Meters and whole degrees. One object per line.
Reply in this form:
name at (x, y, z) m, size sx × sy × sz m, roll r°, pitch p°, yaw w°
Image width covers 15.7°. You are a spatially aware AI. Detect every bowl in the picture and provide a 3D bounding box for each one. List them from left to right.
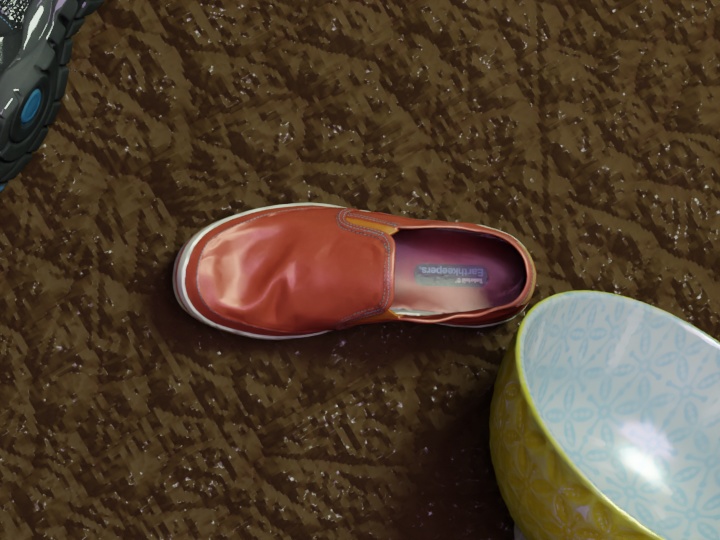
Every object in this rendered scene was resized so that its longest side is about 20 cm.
bowl at (0.141, 0.117, 1.375) m, size 0.200 × 0.200 × 0.108 m, roll 28°, pitch 122°, yaw -8°

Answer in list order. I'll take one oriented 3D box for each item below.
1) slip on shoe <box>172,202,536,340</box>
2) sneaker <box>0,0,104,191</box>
slip on shoe at (0.000, 0.000, 1.393) m, size 0.199 × 0.061 × 0.074 m, roll 2°, pitch 85°, yaw -11°
sneaker at (-0.190, -0.122, 1.370) m, size 0.082 × 0.073 × 0.200 m, roll 24°, pitch 73°, yaw 8°
